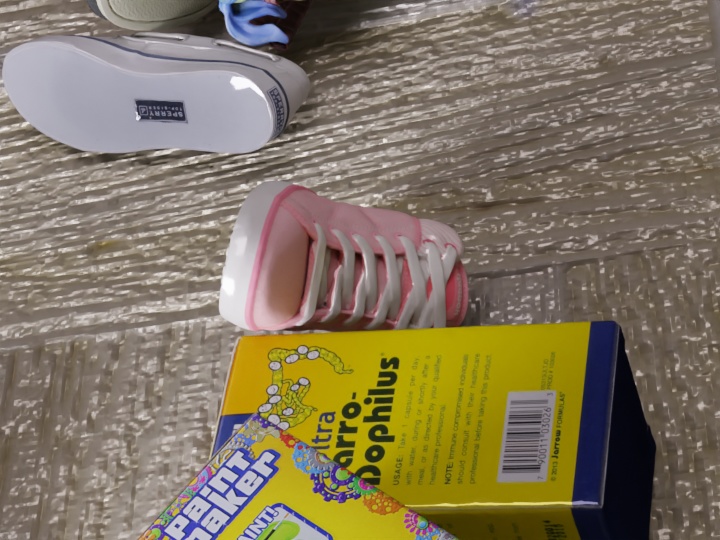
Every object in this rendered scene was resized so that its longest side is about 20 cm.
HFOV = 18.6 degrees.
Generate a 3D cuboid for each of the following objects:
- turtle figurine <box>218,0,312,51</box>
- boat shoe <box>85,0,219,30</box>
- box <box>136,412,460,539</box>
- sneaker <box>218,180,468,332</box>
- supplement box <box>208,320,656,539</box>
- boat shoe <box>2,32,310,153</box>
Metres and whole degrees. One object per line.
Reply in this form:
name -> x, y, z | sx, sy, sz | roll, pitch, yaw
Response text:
turtle figurine -> -0.011, -0.244, 1.336 | 0.193, 0.201, 0.144 | -17, 8, -35
boat shoe -> -0.115, -0.205, 1.394 | 0.067, 0.072, 0.200 | 13, 34, 29
box -> 0.008, 0.200, 0.964 | 0.192, 0.200, 0.122 | 29, 66, 34
sneaker -> 0.000, 0.000, 1.151 | 0.104, 0.200, 0.076 | 13, 94, 15
supplement box -> 0.037, 0.102, 1.092 | 0.199, 0.109, 0.110 | -3, 51, 17
boat shoe -> -0.125, -0.111, 1.357 | 0.199, 0.074, 0.065 | 13, 30, 24
